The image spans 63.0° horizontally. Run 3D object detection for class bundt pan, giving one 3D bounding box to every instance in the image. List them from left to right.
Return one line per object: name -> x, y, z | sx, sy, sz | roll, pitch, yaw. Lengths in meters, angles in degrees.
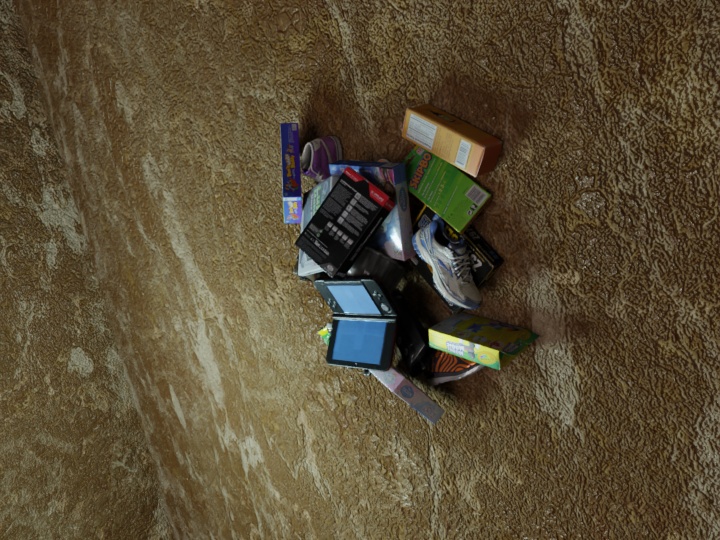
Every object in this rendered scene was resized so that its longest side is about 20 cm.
bundt pan -> 0.000, 0.000, 1.342 | 0.200, 0.201, 0.077 | 15, 75, 42

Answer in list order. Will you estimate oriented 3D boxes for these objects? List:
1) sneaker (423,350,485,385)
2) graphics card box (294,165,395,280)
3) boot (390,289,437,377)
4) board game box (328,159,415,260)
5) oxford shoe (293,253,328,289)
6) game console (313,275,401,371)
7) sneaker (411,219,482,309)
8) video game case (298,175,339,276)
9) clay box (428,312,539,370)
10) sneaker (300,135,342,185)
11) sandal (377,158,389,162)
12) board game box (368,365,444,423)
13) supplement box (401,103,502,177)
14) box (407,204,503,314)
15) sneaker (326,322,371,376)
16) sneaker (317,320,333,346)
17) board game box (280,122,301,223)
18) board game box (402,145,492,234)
sneaker -> 0.200, 0.181, 1.298 | 0.199, 0.077, 0.114 | -27, 81, 43
graphics card box -> -0.033, -0.096, 1.212 | 0.125, 0.051, 0.201 | 39, 97, 24
boot -> 0.094, 0.168, 1.363 | 0.201, 0.065, 0.167 | 56, 141, 44
board game box -> 0.024, -0.135, 1.285 | 0.198, 0.043, 0.202 | 13, 121, 45
oxford shoe -> -0.125, 0.007, 1.498 | 0.200, 0.083, 0.073 | -120, 7, -64
game console -> -0.022, 0.112, 1.281 | 0.198, 0.119, 0.173 | -2, 131, 43
sneaker -> 0.182, -0.015, 1.170 | 0.201, 0.077, 0.085 | 55, 133, 15
video game case -> -0.098, -0.097, 1.341 | 0.181, 0.023, 0.204 | -13, 72, 63
clay box -> 0.251, 0.143, 1.201 | 0.198, 0.114, 0.048 | 15, 117, 43
sneaker -> -0.094, -0.216, 1.421 | 0.072, 0.114, 0.204 | 2, 108, 44
sandal -> 0.037, -0.148, 1.349 | 0.078, 0.059, 0.210 | 16, 117, 42
board game box -> 0.077, 0.249, 1.355 | 0.198, 0.044, 0.200 | 35, 173, 48
supplement box -> 0.176, -0.260, 1.155 | 0.199, 0.066, 0.070 | 39, 133, 30
box -> 0.186, -0.033, 1.249 | 0.201, 0.049, 0.160 | 51, 133, 20
sneaker -> -0.018, 0.201, 1.456 | 0.076, 0.083, 0.200 | 2, 148, 50
sneaker -> -0.036, 0.159, 1.549 | 0.086, 0.078, 0.200 | 57, 146, 2
board game box -> -0.171, -0.237, 1.442 | 0.135, 0.044, 0.203 | 105, 162, -67
board game box -> 0.163, -0.172, 1.197 | 0.200, 0.030, 0.096 | 44, 97, 23
